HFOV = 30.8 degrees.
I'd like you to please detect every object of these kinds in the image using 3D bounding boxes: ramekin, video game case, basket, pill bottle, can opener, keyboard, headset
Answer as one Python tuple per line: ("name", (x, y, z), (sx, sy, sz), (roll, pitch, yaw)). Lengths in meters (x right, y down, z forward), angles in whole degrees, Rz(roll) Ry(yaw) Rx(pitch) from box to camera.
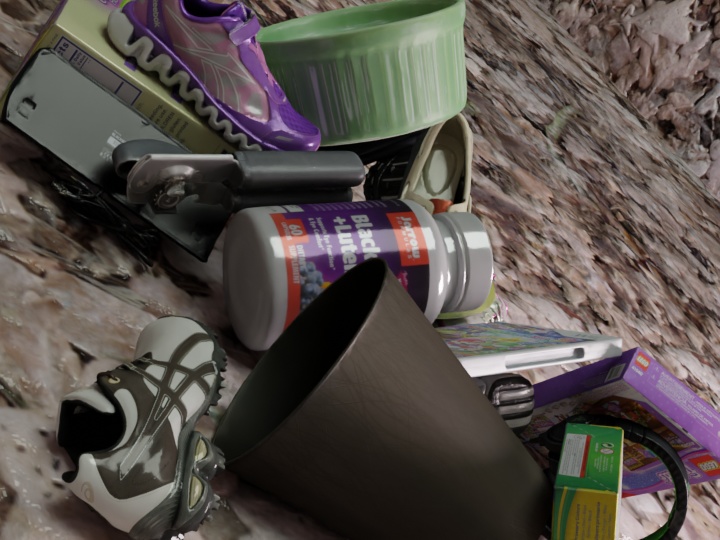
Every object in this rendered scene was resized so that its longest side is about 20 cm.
("ramekin", (0.002, -0.180, 1.183), (0.200, 0.200, 0.098), (-63, 144, -69))
("video game case", (0.098, 0.063, 1.080), (0.200, 0.018, 0.143), (-3, 6, -42))
("basket", (0.026, 0.124, 0.908), (0.200, 0.180, 0.136), (44, -19, -17))
("pill bottle", (0.000, 0.000, 1.042), (0.200, 0.112, 0.112), (-5, 43, -24))
("can opener", (-0.023, -0.106, 1.247), (0.063, 0.200, 0.079), (137, -71, -81))
("can opener", (-0.095, -0.082, 1.030), (0.200, 0.053, 0.067), (-4, 51, -33))
("keyboard", (-0.196, -0.077, 1.029), (0.200, 0.040, 0.104), (37, 59, -18))
("headset", (0.182, 0.171, 1.125), (0.200, 0.124, 0.094), (19, 19, 8))

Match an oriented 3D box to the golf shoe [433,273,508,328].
("golf shoe", (0.101, 0.047, 1.246), (0.091, 0.075, 0.200), (1, 30, -5))

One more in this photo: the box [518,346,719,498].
("box", (0.230, 0.143, 1.171), (0.137, 0.200, 0.039), (39, 61, -12))

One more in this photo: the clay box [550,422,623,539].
("clay box", (0.159, 0.224, 0.938), (0.047, 0.201, 0.115), (5, 16, 12))

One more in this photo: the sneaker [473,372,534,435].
("sneaker", (0.037, 0.106, 1.087), (0.200, 0.075, 0.115), (4, 10, -34))

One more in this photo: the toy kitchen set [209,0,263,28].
("toy kitchen set", (-0.117, -0.221, 1.314), (0.200, 0.163, 0.181), (9, 37, -54))

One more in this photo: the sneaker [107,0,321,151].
("sneaker", (-0.106, -0.169, 1.066), (0.200, 0.088, 0.081), (39, 19, -10))

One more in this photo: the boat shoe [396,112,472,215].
("boat shoe", (0.066, -0.052, 1.166), (0.071, 0.063, 0.200), (17, 56, -7))

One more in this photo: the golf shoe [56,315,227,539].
("golf shoe", (-0.136, 0.079, 0.802), (0.094, 0.078, 0.200), (31, 22, -24))

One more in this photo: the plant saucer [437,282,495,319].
("plant saucer", (0.034, -0.014, 1.235), (0.199, 0.031, 0.200), (11, 22, -5))

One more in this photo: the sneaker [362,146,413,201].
("sneaker", (0.049, -0.091, 1.295), (0.200, 0.074, 0.079), (-80, 161, -52))

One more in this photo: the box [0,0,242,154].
("box", (-0.191, -0.146, 1.130), (0.200, 0.097, 0.176), (35, 22, -19))
